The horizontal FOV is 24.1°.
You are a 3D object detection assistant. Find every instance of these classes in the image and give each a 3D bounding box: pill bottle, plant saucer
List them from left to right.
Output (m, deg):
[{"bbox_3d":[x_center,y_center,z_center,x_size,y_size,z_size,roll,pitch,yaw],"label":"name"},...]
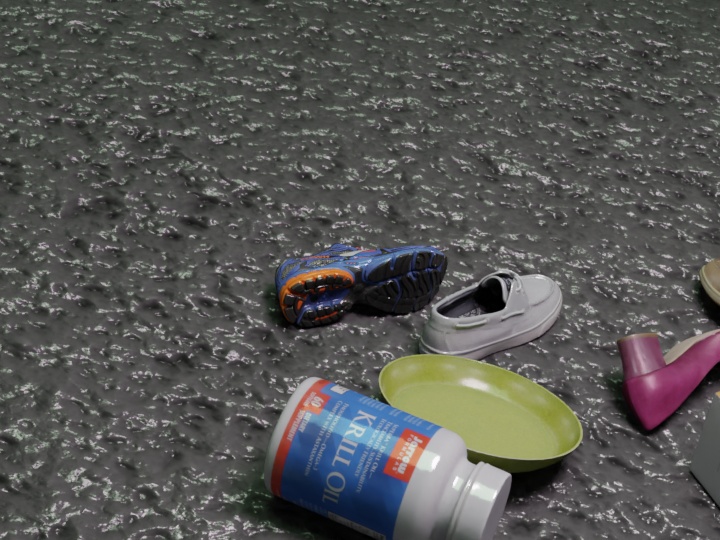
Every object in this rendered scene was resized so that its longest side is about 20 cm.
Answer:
[{"bbox_3d":[0.026,0.177,1.469,0.199,0.113,0.112,20,35,15],"label":"pill bottle"},{"bbox_3d":[0.110,0.138,1.591,0.199,0.031,0.200,13,22,-5],"label":"plant saucer"}]

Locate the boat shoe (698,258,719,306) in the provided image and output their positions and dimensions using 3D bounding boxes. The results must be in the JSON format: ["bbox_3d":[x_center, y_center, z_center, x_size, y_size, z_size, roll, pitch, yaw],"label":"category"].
[{"bbox_3d":[0.430,0.025,1.807,0.072,0.065,0.200,19,15,-21],"label":"boat shoe"}]

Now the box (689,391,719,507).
[{"bbox_3d":[0.435,0.177,1.592,0.199,0.098,0.125,-6,37,-24],"label":"box"}]

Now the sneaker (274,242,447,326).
[{"bbox_3d":[0.000,0.000,1.759,0.199,0.076,0.078,-6,34,-25],"label":"sneaker"}]

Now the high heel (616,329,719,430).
[{"bbox_3d":[0.343,0.113,1.723,0.199,0.067,0.097,-2,72,-31],"label":"high heel"}]

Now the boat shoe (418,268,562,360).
[{"bbox_3d":[0.139,0.035,1.745,0.199,0.069,0.072,-18,43,-35],"label":"boat shoe"}]
